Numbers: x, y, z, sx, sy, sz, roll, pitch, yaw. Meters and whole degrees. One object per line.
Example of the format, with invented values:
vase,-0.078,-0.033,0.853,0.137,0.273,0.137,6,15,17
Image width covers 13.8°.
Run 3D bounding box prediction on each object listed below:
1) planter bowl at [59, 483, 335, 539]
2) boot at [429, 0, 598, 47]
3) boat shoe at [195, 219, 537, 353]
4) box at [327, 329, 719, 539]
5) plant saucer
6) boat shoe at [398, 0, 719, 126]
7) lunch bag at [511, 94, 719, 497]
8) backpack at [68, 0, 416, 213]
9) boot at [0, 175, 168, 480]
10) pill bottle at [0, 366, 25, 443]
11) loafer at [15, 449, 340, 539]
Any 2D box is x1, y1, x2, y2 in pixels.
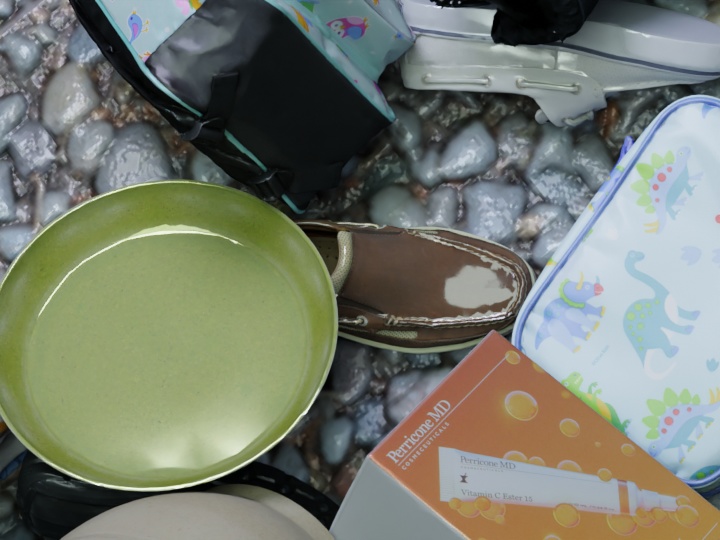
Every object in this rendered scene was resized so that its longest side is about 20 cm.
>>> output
planter bowl,-0.081,0.201,1.626,0.200,0.135,0.201,16,126,24
boot,0.150,-0.179,1.677,0.200,0.077,0.168,18,44,19
boat shoe,-0.001,0.006,1.723,0.202,0.075,0.075,3,82,12
box,0.101,0.152,1.628,0.200,0.098,0.124,38,53,11
plant saucer,-0.110,0.041,1.667,0.199,0.031,0.201,-3,58,5
boat shoe,0.118,-0.119,1.730,0.199,0.071,0.070,6,110,9
lunch bag,0.189,0.012,1.679,0.161,0.082,0.200,35,89,14
backpack,-0.079,-0.156,1.709,0.153,0.176,0.200,-51,50,2
boot,-0.167,0.038,1.764,0.200,0.074,0.096,-39,81,12
pill bottle,-0.280,0.118,1.715,0.116,0.116,0.200,36,116,15
loafer,-0.102,0.146,1.733,0.200,0.071,0.068,13,42,2
